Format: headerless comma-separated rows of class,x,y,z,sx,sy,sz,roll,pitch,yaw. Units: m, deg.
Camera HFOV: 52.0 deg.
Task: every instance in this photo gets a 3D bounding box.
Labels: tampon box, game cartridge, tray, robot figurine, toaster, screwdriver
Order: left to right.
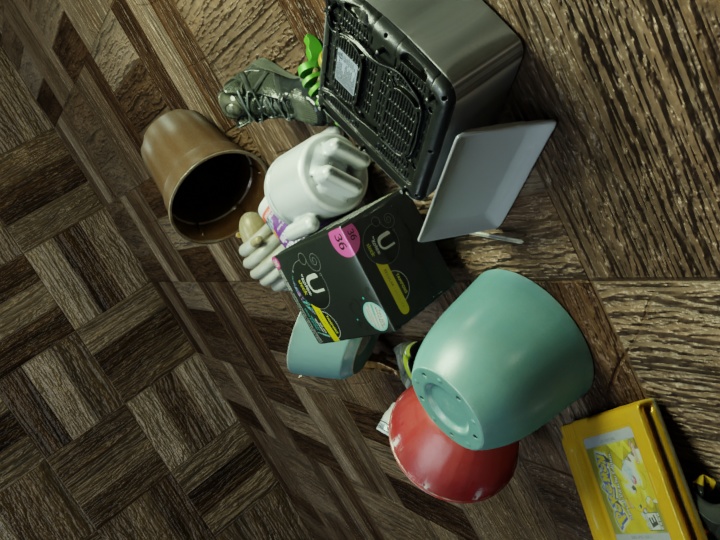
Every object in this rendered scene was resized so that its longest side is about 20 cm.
robot figurine,-0.066,-0.124,1.049,0.112,0.171,0.199,27,160,-25
tampon box,0.000,0.000,1.010,0.199,0.126,0.151,-19,102,57
toaster,0.049,-0.205,0.753,0.181,0.118,0.201,46,156,18
screwdriver,0.131,-0.053,0.919,0.199,0.028,0.029,9,101,57
tray,0.126,-0.096,0.788,0.200,0.106,0.022,105,150,-61
game cartridge,0.317,0.258,0.884,0.200,0.032,0.178,124,133,-65

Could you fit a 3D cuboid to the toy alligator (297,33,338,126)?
toy alligator,-0.027,-0.217,0.961,0.201,0.054,0.059,55,157,1

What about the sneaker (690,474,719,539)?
sneaker,0.389,0.273,0.827,0.200,0.069,0.091,131,122,-69

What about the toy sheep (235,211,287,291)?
toy sheep,-0.151,-0.026,1.366,0.201,0.138,0.138,52,157,-9

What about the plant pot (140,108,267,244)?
plant pot,-0.301,-0.189,1.375,0.198,0.199,0.201,49,157,34

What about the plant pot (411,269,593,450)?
plant pot,0.162,0.127,0.927,0.200,0.161,0.201,41,153,26

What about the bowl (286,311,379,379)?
bowl,-0.032,0.106,1.267,0.104,0.201,0.202,24,147,16

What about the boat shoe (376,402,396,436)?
boat shoe,0.108,0.284,1.355,0.074,0.087,0.202,20,168,46

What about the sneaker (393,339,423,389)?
sneaker,0.115,0.201,1.246,0.081,0.073,0.202,16,128,65

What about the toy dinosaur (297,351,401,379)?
toy dinosaur,-0.004,0.161,1.349,0.198,0.106,0.061,2,100,16

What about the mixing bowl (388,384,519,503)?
mixing bowl,0.147,0.212,1.046,0.200,0.199,0.109,44,144,22

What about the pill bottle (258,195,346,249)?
pill bottle,-0.063,-0.051,1.181,0.200,0.111,0.112,51,156,8

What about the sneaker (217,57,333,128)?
sneaker,-0.127,-0.237,1.057,0.199,0.114,0.077,34,151,36
